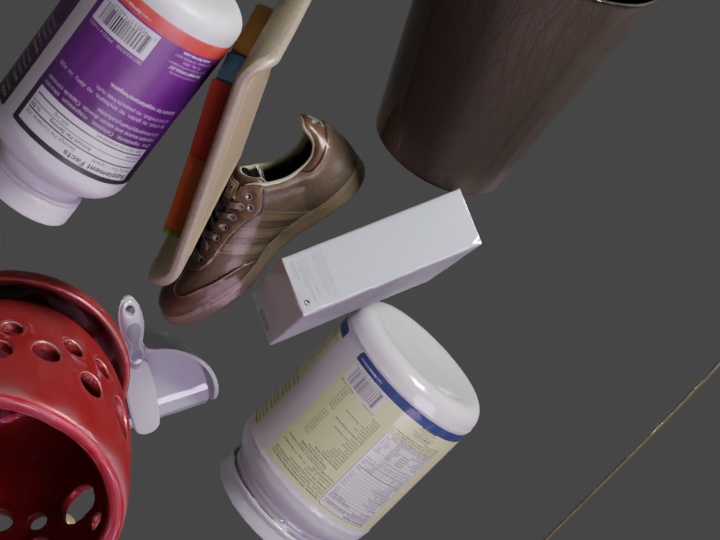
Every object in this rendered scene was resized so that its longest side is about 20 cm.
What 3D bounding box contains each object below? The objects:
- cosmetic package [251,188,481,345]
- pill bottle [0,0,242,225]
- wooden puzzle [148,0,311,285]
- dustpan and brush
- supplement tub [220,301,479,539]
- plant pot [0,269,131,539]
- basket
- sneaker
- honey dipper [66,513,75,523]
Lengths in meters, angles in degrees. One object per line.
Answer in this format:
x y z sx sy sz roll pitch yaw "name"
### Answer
0.000 0.000 1.546 0.150 0.052 0.200 -20 175 -13 "cosmetic package"
-0.178 -0.130 1.351 0.112 0.113 0.200 22 116 -42 "pill bottle"
-0.094 -0.109 1.396 0.037 0.185 0.201 26 121 -4 "wooden puzzle"
-0.183 0.078 1.580 0.139 0.057 0.201 -19 136 -15 "dustpan and brush"
-0.011 0.141 1.681 0.200 0.145 0.145 -46 137 14 "supplement tub"
-0.267 0.111 1.447 0.198 0.183 0.202 -2 127 -2 "plant pot"
0.103 -0.167 1.474 0.179 0.137 0.201 19 126 -13 "basket"
-0.092 -0.044 1.532 0.200 0.070 0.076 -40 122 0 "sneaker"
-0.257 0.291 1.756 0.038 0.038 0.201 -18 133 -16 "honey dipper"
